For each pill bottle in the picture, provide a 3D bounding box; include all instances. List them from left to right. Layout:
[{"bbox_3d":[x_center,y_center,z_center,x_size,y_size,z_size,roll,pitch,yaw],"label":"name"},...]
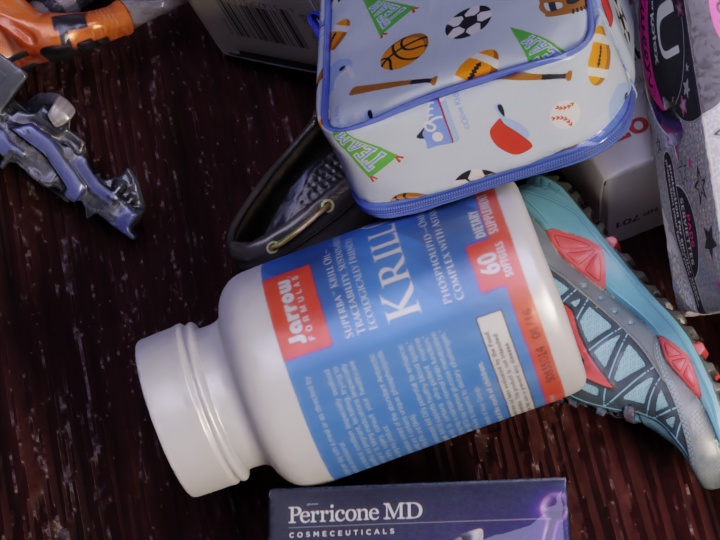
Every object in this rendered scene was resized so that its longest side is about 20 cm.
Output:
[{"bbox_3d":[-0.001,0.039,1.030,0.200,0.112,0.112,-21,66,3],"label":"pill bottle"}]

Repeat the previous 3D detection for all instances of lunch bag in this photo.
[{"bbox_3d":[0.051,-0.117,1.051,0.160,0.076,0.200,-19,36,17],"label":"lunch bag"}]

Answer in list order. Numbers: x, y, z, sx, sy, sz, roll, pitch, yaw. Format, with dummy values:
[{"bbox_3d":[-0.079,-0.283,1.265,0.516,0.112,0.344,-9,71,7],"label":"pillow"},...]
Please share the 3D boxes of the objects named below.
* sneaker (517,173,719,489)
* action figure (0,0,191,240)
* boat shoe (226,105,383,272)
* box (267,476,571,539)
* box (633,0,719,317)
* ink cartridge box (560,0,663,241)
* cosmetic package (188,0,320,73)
[{"bbox_3d":[0.119,0.047,1.102,0.095,0.079,0.200,-37,59,-1],"label":"sneaker"},{"bbox_3d":[-0.182,-0.104,1.196,0.200,0.105,0.193,45,83,-6],"label":"action figure"},{"bbox_3d":[0.004,-0.069,1.128,0.072,0.061,0.201,20,69,44],"label":"boat shoe"},{"bbox_3d":[0.032,0.207,1.013,0.148,0.104,0.200,-4,66,4],"label":"box"},{"bbox_3d":[0.211,-0.085,1.035,0.132,0.115,0.200,-8,87,-5],"label":"box"},{"bbox_3d":[0.155,-0.138,1.165,0.146,0.086,0.200,-23,65,-5],"label":"ink cartridge box"},{"bbox_3d":[-0.009,-0.215,1.194,0.103,0.087,0.200,15,64,33],"label":"cosmetic package"}]
